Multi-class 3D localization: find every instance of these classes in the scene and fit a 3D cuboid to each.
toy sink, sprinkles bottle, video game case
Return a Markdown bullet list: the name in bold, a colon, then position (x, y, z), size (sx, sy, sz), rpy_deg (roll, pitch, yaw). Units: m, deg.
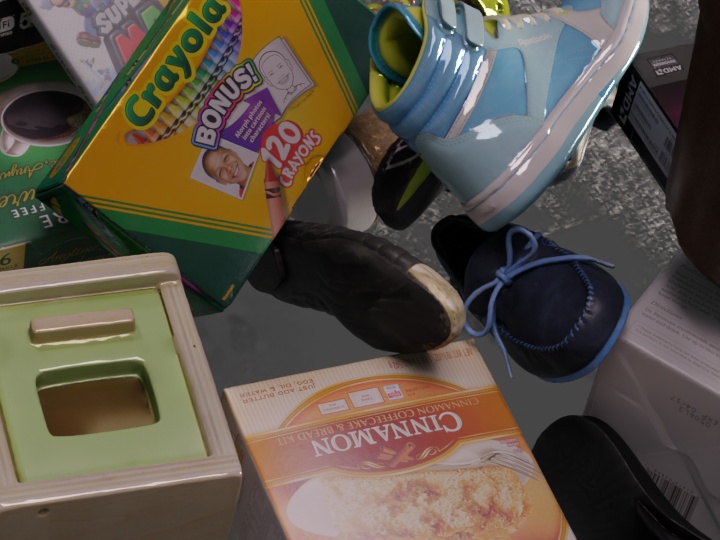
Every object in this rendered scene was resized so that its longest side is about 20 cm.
- **toy sink**: position (-0.154, 0.065, 1.305), size (0.130, 0.112, 0.200), rpy_deg (-6, 51, -18)
- **sprinkles bottle**: position (0.045, -0.083, 1.509), size (0.200, 0.068, 0.068), rpy_deg (-26, 59, -30)
- **video game case**: position (-0.112, -0.149, 1.426), size (0.143, 0.018, 0.200), rpy_deg (-37, 99, -22)

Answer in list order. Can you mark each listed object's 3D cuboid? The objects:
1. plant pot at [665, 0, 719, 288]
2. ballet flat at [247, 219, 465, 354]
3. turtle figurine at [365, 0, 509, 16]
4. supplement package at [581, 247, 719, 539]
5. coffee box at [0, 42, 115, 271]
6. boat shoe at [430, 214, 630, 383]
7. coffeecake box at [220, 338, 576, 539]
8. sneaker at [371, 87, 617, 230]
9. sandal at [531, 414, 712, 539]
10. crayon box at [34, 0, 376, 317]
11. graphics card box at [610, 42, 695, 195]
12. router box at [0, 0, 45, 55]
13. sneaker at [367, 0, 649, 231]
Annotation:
- **plant pot**: position (0.247, -0.091, 1.244), size (0.200, 0.199, 0.201), rpy_deg (5, 48, -6)
- **ballet flat**: position (0.000, 0.000, 1.376), size (0.057, 0.067, 0.200), rpy_deg (-19, 22, -29)
- **turtle figurine**: position (0.003, -0.143, 1.531), size (0.161, 0.065, 0.200), rpy_deg (-3, 19, 41)
- **supplement package**: position (0.228, 0.045, 1.402), size (0.121, 0.120, 0.200), rpy_deg (31, 50, 17)
- **coffee box**: position (-0.211, -0.080, 1.466), size (0.123, 0.044, 0.200), rpy_deg (-16, 54, -25)
- **boat shoe**: position (0.084, 0.014, 1.377), size (0.069, 0.200, 0.084), rpy_deg (35, 84, -20)
- **coffeecake box**: position (0.025, 0.146, 1.300), size (0.153, 0.073, 0.200), rpy_deg (-10, 53, -22)
- **sneaker**: position (0.089, -0.078, 1.451), size (0.200, 0.074, 0.081), rpy_deg (-39, 99, -29)
- **sandal**: position (0.154, 0.160, 1.312), size (0.048, 0.075, 0.200), rpy_deg (2, 36, -52)
- **crayon box**: position (-0.079, -0.088, 1.391), size (0.119, 0.058, 0.200), rpy_deg (38, 71, -16)
- **graphics card box**: position (0.242, -0.050, 1.375), size (0.125, 0.051, 0.200), rpy_deg (-12, 51, -21)
- **router box**: position (-0.239, -0.196, 1.496), size (0.150, 0.062, 0.200), rpy_deg (-21, 33, -33)
- **sneaker**: position (0.079, -0.131, 1.375), size (0.130, 0.080, 0.200), rpy_deg (41, 51, -10)
